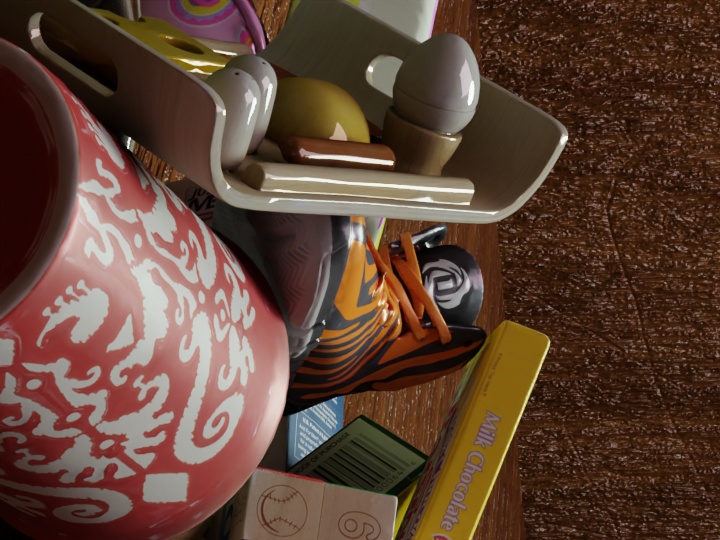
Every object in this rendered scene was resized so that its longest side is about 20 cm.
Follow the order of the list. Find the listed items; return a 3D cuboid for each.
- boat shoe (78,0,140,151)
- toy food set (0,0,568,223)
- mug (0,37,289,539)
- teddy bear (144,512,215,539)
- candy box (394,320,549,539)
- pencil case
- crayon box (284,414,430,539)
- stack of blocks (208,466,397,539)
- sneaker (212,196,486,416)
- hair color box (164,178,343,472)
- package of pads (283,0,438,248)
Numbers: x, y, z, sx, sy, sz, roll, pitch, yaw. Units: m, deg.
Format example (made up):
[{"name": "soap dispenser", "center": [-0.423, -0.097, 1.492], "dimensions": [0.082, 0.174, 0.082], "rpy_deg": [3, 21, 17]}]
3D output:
[{"name": "boat shoe", "center": [-0.119, -0.100, 0.968], "dimensions": [0.072, 0.075, 0.201], "rpy_deg": [53, 37, -79]}, {"name": "toy food set", "center": [-0.034, -0.077, 0.865], "dimensions": [0.199, 0.143, 0.061], "rpy_deg": [3, 115, -52]}, {"name": "mug", "center": [-0.129, -0.002, 0.818], "dimensions": [0.134, 0.177, 0.200], "rpy_deg": [-53, 159, -8]}, {"name": "teddy bear", "center": [-0.098, 0.091, 0.977], "dimensions": [0.200, 0.066, 0.146], "rpy_deg": [-100, -157, -58]}, {"name": "candy box", "center": [0.026, 0.123, 1.014], "dimensions": [0.102, 0.026, 0.201], "rpy_deg": [127, -14, -76]}, {"name": "pencil case", "center": [-0.083, -0.097, 1.103], "dimensions": [0.200, 0.087, 0.088], "rpy_deg": [-95, -178, -86]}, {"name": "crayon box", "center": [-0.042, 0.192, 1.100], "dimensions": [0.200, 0.058, 0.173], "rpy_deg": [-35, 137, -30]}, {"name": "stack of blocks", "center": [-0.040, 0.188, 0.915], "dimensions": [0.115, 0.058, 0.201], "rpy_deg": [129, -28, -66]}, {"name": "sneaker", "center": [0.000, 0.000, 0.972], "dimensions": [0.200, 0.111, 0.078], "rpy_deg": [121, -46, -67]}, {"name": "hair color box", "center": [-0.062, 0.048, 1.194], "dimensions": [0.061, 0.099, 0.201], "rpy_deg": [44, 41, -51]}, {"name": "package of pads", "center": [-0.010, -0.073, 1.107], "dimensions": [0.155, 0.068, 0.201], "rpy_deg": [107, -2, -54]}]
